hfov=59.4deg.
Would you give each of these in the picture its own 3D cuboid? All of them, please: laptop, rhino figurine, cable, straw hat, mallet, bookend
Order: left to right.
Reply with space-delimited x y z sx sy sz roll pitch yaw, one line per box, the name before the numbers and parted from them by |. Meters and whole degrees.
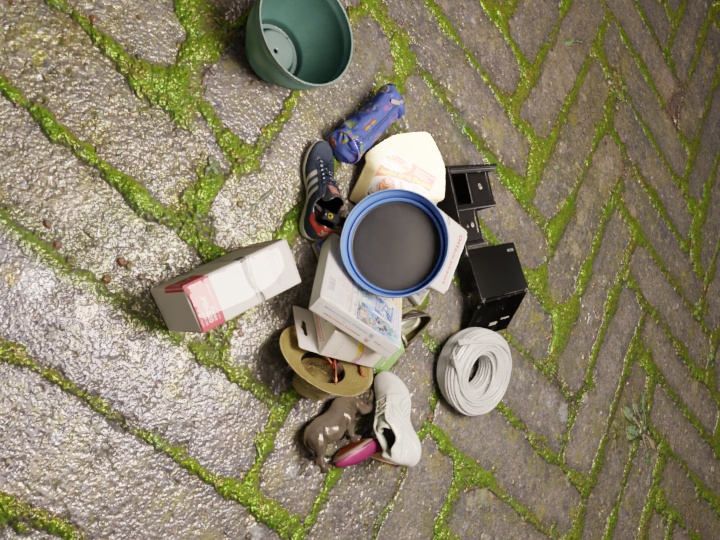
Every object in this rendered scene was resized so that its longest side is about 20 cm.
straw hat | -0.078 0.195 1.179 0.200 0.201 0.085 13 120 -37
rhino figurine | -0.036 0.293 1.227 0.200 0.060 0.088 -38 101 -38
mallet | -0.006 -0.091 1.222 0.200 0.041 0.066 32 74 -50
bookend | 0.242 -0.134 1.445 0.198 0.092 0.202 -11 89 -45
cable | 0.262 0.231 1.447 0.199 0.069 0.202 -9 104 -36
laptop | 0.306 0.051 1.515 0.176 0.103 0.201 -10 133 -38

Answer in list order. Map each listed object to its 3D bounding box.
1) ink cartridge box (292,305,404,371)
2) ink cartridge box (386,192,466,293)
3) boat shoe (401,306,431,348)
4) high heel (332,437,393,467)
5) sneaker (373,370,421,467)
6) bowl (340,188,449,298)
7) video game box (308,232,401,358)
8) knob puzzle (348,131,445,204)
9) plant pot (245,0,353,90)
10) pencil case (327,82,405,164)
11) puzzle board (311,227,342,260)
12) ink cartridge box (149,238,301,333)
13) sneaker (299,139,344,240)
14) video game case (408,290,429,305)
ink cartridge box | -0.024 0.109 1.204 0.199 0.067 0.118 18 36 -29
ink cartridge box | 0.116 -0.055 1.278 0.200 0.082 0.148 29 80 -48
boat shoe | 0.071 0.138 1.321 0.200 0.066 0.072 -34 107 -35
high heel | 0.030 0.378 1.263 0.199 0.067 0.097 -15 85 -42
sneaker | 0.061 0.287 1.254 0.080 0.070 0.201 21 42 -43
bowl | 0.063 -0.048 1.158 0.039 0.199 0.202 53 36 -78
video game box | -0.002 0.043 1.186 0.182 0.047 0.201 33 33 -18
knob puzzle | 0.092 -0.200 1.336 0.218 0.030 0.222 -3 103 -13
plant pot | -0.132 -0.423 1.167 0.199 0.134 0.202 4 84 -39
pencil case | 0.019 -0.305 1.308 0.200 0.087 0.078 -49 118 -30
puzzle board | 0.000 0.000 1.296 0.150 0.017 0.201 -32 105 -25
ink cartridge box | -0.221 0.024 1.048 0.199 0.145 0.085 -31 106 -35
sneaker | -0.066 -0.160 1.227 0.075 0.084 0.202 8 81 -37
video game case | 0.126 -0.055 1.410 0.182 0.023 0.200 51 59 -23
